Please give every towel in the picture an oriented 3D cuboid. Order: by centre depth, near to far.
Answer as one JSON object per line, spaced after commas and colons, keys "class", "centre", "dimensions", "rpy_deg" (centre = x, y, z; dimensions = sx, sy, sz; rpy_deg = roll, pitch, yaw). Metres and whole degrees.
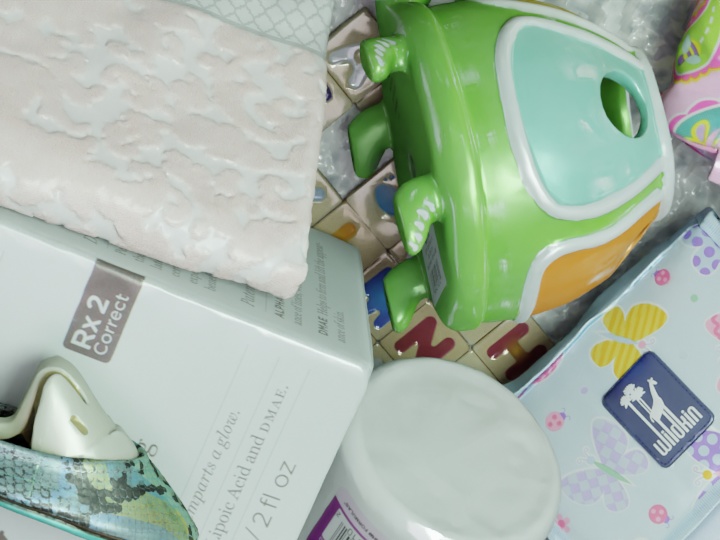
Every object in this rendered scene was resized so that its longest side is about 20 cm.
{"class": "towel", "centre": [-0.108, -0.092, 1.105], "dimensions": [0.199, 0.192, 0.032], "rpy_deg": [18, 139, -12]}

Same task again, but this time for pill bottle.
{"class": "pill bottle", "centre": [0.007, 0.141, 1.195], "dimensions": [0.112, 0.113, 0.200], "rpy_deg": [20, 136, -11]}

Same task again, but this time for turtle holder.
{"class": "turtle holder", "centre": [0.065, -0.066, 1.157], "dimensions": [0.131, 0.186, 0.142], "rpy_deg": [-10, 138, -6]}

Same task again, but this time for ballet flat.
{"class": "ballet flat", "centre": [-0.152, 0.059, 1.029], "dimensions": [0.199, 0.074, 0.075], "rpy_deg": [19, 106, -11]}

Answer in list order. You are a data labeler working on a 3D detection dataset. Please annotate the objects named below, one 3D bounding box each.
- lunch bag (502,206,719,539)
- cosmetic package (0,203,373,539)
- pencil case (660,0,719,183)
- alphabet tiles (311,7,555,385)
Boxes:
{"class": "lunch bag", "centre": [0.173, 0.094, 1.220], "dimensions": [0.169, 0.127, 0.200], "rpy_deg": [-43, 103, 7]}
{"class": "cosmetic package", "centre": [-0.117, 0.048, 1.149], "dimensions": [0.199, 0.165, 0.166], "rpy_deg": [21, 107, -10]}
{"class": "pencil case", "centre": [0.203, -0.137, 1.160], "dimensions": [0.087, 0.088, 0.201], "rpy_deg": [20, 104, -12]}
{"class": "alphabet tiles", "centre": [0.000, 0.000, 1.233], "dimensions": [0.167, 0.008, 0.200], "rpy_deg": [-39, 107, 7]}
